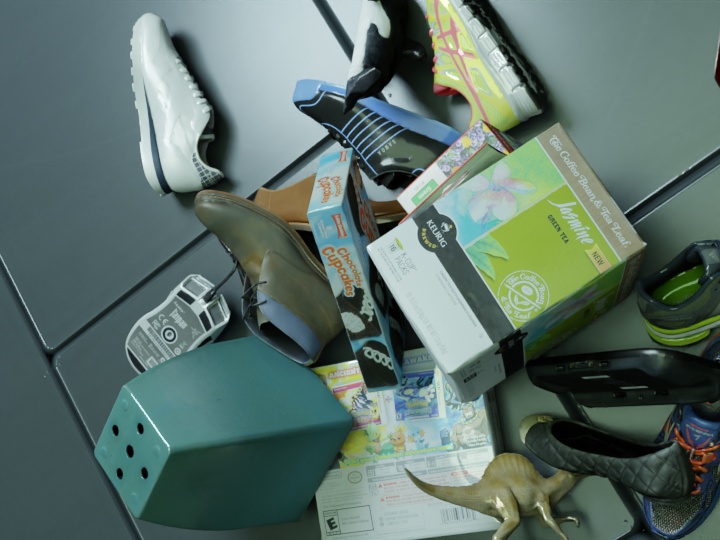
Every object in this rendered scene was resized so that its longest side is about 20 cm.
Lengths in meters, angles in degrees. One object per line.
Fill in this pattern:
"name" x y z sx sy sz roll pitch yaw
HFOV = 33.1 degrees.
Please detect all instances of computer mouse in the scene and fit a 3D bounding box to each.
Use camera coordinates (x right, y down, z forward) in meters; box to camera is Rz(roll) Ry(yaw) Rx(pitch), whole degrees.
"computer mouse" -0.176 0.041 1.299 0.200 0.044 0.110 -40 87 23

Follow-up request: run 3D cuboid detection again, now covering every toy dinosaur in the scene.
"toy dinosaur" 0.135 0.220 1.128 0.198 0.058 0.102 -4 66 -16

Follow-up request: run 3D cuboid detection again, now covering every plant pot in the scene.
"plant pot" -0.143 0.162 1.173 0.141 0.199 0.142 47 122 32

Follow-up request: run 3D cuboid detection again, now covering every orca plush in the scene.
"orca plush" 0.032 -0.224 1.181 0.070 0.200 0.106 8 119 2

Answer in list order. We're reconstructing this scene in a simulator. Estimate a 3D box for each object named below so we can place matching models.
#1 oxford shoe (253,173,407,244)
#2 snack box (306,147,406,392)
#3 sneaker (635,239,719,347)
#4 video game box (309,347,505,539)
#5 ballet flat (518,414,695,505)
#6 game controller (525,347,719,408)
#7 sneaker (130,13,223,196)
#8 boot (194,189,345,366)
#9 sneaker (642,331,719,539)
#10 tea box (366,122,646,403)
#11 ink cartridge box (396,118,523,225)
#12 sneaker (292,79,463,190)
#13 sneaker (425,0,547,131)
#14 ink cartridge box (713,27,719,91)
"oxford shoe" -0.026 -0.066 1.238 0.198 0.071 0.072 0 80 23
"snack box" 0.000 0.000 1.144 0.037 0.117 0.201 -12 119 12
"sneaker" 0.332 0.000 1.066 0.199 0.081 0.074 -32 55 17
"video game box" 0.043 0.173 1.207 0.198 0.047 0.184 -12 85 21
"ballet flat" 0.220 0.156 1.093 0.199 0.066 0.057 13 116 52
"game controller" 0.232 0.090 1.056 0.200 0.104 0.042 -15 54 60
"sneaker" -0.200 -0.184 1.322 0.080 0.076 0.202 -11 88 10
"boot" -0.096 0.006 1.204 0.199 0.097 0.075 35 146 -8
"sneaker" 0.299 0.145 1.082 0.075 0.078 0.202 20 95 23
"tea box" 0.130 0.001 1.072 0.196 0.200 0.134 -34 75 0
"ink cartridge box" 0.095 -0.081 1.114 0.109 0.200 0.050 -43 71 15
"sneaker" 0.010 -0.131 1.224 0.199 0.070 0.078 23 89 21
"sneaker" 0.096 -0.216 1.191 0.090 0.078 0.201 -38 70 27
"ink cartridge box" 0.359 -0.240 1.025 0.083 0.175 0.202 8 91 23
